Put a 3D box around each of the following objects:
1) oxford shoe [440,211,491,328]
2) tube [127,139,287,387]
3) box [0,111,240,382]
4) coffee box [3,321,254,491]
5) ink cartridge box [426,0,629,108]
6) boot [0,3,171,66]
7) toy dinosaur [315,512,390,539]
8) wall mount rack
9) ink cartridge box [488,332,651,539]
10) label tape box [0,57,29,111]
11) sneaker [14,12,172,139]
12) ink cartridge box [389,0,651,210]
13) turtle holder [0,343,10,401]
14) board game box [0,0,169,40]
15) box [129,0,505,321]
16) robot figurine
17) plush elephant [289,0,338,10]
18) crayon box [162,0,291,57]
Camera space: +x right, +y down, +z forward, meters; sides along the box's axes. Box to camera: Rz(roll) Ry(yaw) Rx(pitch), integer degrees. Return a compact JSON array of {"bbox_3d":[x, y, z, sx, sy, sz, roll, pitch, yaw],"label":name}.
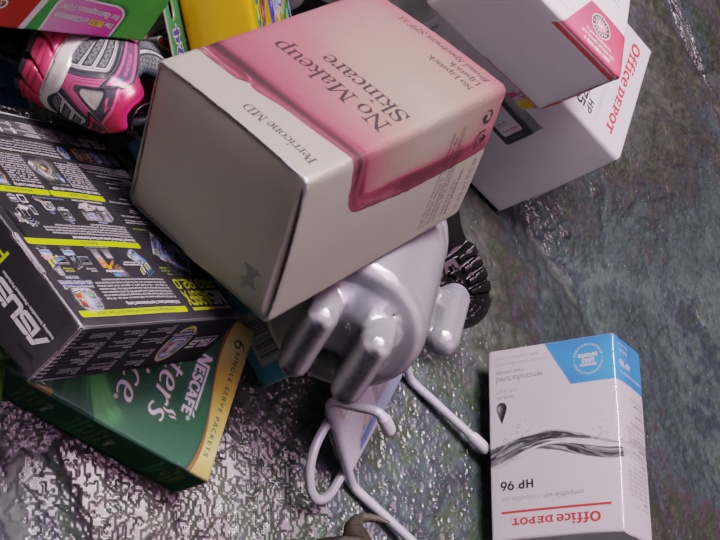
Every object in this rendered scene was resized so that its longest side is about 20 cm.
[{"bbox_3d":[0.041,-0.052,1.040,0.072,0.084,0.203,-16,100,-21],"label":"oxford shoe"},{"bbox_3d":[-0.092,-0.016,0.929,0.077,0.050,0.202,-25,91,-22],"label":"tube"},{"bbox_3d":[-0.168,-0.017,0.733,0.161,0.044,0.200,51,14,11],"label":"box"},{"bbox_3d":[-0.169,0.046,0.838,0.199,0.044,0.124,36,52,-27],"label":"coffee box"},{"bbox_3d":[0.141,-0.253,0.994,0.145,0.084,0.202,36,54,-32],"label":"ink cartridge box"},{"bbox_3d":[-0.187,-0.192,0.843,0.182,0.072,0.201,43,24,-25],"label":"boot"},{"bbox_3d":[-0.037,0.210,0.854,0.198,0.102,0.078,-3,76,-41],"label":"toy dinosaur"},{"bbox_3d":[0.036,0.120,0.980,0.201,0.074,0.175,-58,146,-38],"label":"wall mount rack"},{"bbox_3d":[0.169,0.163,1.038,0.068,0.115,0.203,32,52,-53],"label":"ink cartridge box"},{"bbox_3d":[-0.288,-0.188,0.774,0.143,0.065,0.203,-6,79,-68],"label":"label tape box"},{"bbox_3d":[-0.142,-0.118,0.826,0.074,0.081,0.200,32,19,10],"label":"sneaker"},{"bbox_3d":[0.129,-0.186,1.123,0.200,0.145,0.148,42,50,-23],"label":"ink cartridge box"},{"bbox_3d":[-0.280,0.053,0.673,0.184,0.132,0.142,26,53,-8],"label":"turtle holder"},{"bbox_3d":[-0.220,-0.204,0.710,0.199,0.040,0.154,-4,57,-48],"label":"board game box"},{"bbox_3d":[-0.024,-0.080,0.800,0.128,0.110,0.199,39,42,21],"label":"box"},{"bbox_3d":[0.000,0.000,0.896,0.168,0.113,0.201,31,38,-9],"label":"robot figurine"},{"bbox_3d":[-0.022,-0.271,1.005,0.155,0.163,0.202,-100,171,-70],"label":"plush elephant"},{"bbox_3d":[-0.091,-0.210,0.855,0.200,0.051,0.127,-75,156,-70],"label":"crayon box"}]
